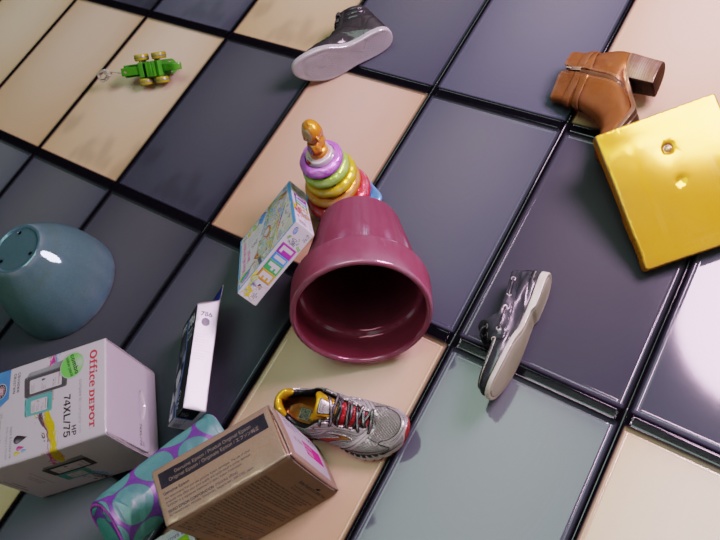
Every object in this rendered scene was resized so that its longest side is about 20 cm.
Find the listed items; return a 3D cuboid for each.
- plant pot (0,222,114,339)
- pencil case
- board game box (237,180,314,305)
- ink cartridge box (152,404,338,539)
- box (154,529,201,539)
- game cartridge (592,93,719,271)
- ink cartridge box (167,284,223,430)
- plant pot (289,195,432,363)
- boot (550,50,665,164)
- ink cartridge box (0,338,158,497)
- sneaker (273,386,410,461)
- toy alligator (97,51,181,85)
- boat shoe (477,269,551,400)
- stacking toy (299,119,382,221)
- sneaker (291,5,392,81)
[{"bbox_3d":[-0.542,-0.003,1.192,0.196,0.135,0.203,-8,59,13],"label":"plant pot"},{"bbox_3d":[-0.253,0.281,0.924,0.084,0.094,0.199,28,41,27],"label":"pencil case"},{"bbox_3d":[-0.131,-0.048,1.058,0.135,0.034,0.201,-49,21,13],"label":"board game box"},{"bbox_3d":[-0.135,0.264,0.871,0.163,0.201,0.076,-30,57,-2],"label":"ink cartridge box"},{"bbox_3d":[-0.200,0.431,0.857,0.112,0.102,0.201,-33,57,-2],"label":"box"},{"bbox_3d":[0.440,-0.121,0.969,0.173,0.032,0.203,-18,80,7],"label":"game cartridge"},{"bbox_3d":[-0.247,0.126,1.049,0.039,0.099,0.203,15,57,-21],"label":"ink cartridge box"},{"bbox_3d":[0.000,0.000,0.996,0.196,0.202,0.181,-12,42,10],"label":"plant pot"},{"bbox_3d":[0.363,-0.255,1.090,0.153,0.074,0.202,21,70,35],"label":"boot"},{"bbox_3d":[-0.417,0.217,1.020,0.197,0.147,0.149,-18,58,6],"label":"ink cartridge box"},{"bbox_3d":[-0.030,0.203,0.942,0.196,0.082,0.079,3,62,19],"label":"sneaker"},{"bbox_3d":[-0.447,-0.415,1.446,0.196,0.060,0.054,-1,19,18],"label":"toy alligator"},{"bbox_3d":[0.193,0.078,0.947,0.065,0.075,0.201,19,68,28],"label":"boat shoe"},{"bbox_3d":[-0.052,-0.160,1.083,0.109,0.201,0.116,-36,58,-5],"label":"stacking toy"},{"bbox_3d":[-0.046,-0.428,1.314,0.197,0.071,0.100,-24,55,-3],"label":"sneaker"}]
